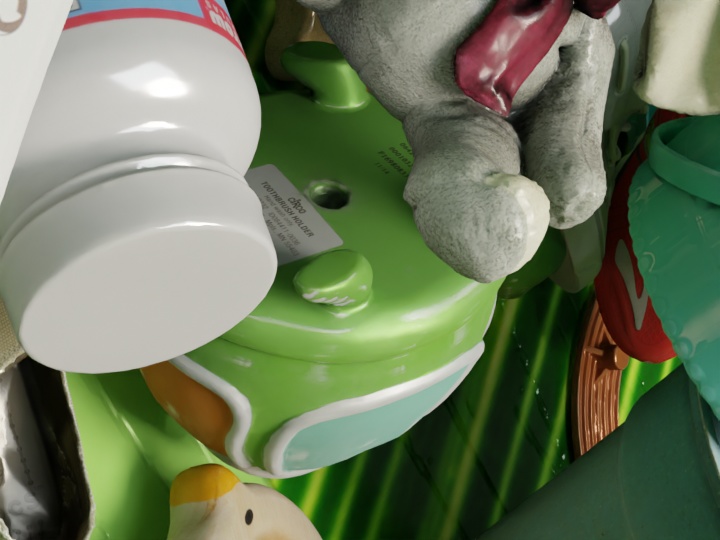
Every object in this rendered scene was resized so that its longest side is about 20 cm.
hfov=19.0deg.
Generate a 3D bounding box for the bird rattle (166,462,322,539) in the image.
[{"bbox_3d":[-0.029,0.163,0.820,0.200,0.112,0.163,37,45,-44],"label":"bird rattle"}]

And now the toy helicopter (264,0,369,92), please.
[{"bbox_3d":[0.004,-0.082,0.905,0.132,0.079,0.201,-17,111,-56],"label":"toy helicopter"}]

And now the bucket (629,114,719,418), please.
[{"bbox_3d":[0.208,-0.007,0.817,0.207,0.135,0.207,37,32,-29],"label":"bucket"}]

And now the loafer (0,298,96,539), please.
[{"bbox_3d":[-0.135,0.019,0.727,0.076,0.068,0.200,-36,113,-44],"label":"loafer"}]

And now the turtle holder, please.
[{"bbox_3d":[-0.011,-0.003,0.821,0.186,0.141,0.132,-51,160,-46],"label":"turtle holder"}]

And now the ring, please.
[{"bbox_3d":[0.174,0.074,1.107,0.200,0.019,0.201,4,84,-47],"label":"ring"}]

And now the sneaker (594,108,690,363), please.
[{"bbox_3d":[0.148,-0.042,0.960,0.085,0.077,0.200,-47,158,-61],"label":"sneaker"}]

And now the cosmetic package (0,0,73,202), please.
[{"bbox_3d":[-0.196,-0.092,0.568,0.165,0.200,0.165,37,61,-39],"label":"cosmetic package"}]

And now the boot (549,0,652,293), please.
[{"bbox_3d":[0.105,-0.065,0.928,0.096,0.074,0.200,-38,159,-9],"label":"boot"}]

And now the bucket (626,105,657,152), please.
[{"bbox_3d":[0.227,-0.090,1.072,0.207,0.135,0.208,20,65,-52],"label":"bucket"}]

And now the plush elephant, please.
[{"bbox_3d":[0.067,-0.110,0.726,0.165,0.155,0.200,54,19,4],"label":"plush elephant"}]

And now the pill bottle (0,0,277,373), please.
[{"bbox_3d":[-0.096,-0.073,0.688,0.109,0.109,0.200,11,48,-47],"label":"pill bottle"}]

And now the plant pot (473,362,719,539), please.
[{"bbox_3d":[0.128,0.151,0.886,0.200,0.196,0.201,36,34,-29],"label":"plant pot"}]
